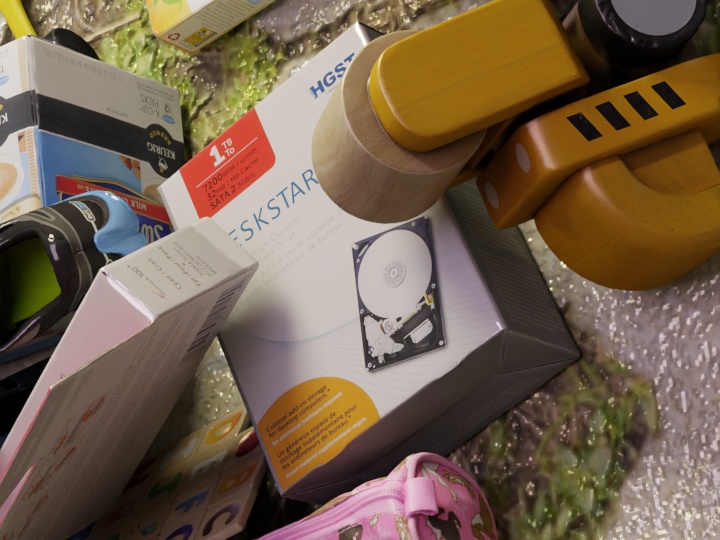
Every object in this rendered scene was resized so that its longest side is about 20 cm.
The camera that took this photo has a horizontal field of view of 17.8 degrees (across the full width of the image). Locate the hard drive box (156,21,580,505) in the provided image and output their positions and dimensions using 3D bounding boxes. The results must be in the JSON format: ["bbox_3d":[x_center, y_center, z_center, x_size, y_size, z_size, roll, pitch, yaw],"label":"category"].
[{"bbox_3d":[0.000,0.000,1.204,0.156,0.077,0.200,-39,58,23],"label":"hard drive box"}]

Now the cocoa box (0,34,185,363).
[{"bbox_3d":[-0.213,-0.030,1.337,0.200,0.133,0.132,-19,68,32],"label":"cocoa box"}]

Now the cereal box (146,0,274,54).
[{"bbox_3d":[-0.048,-0.234,1.325,0.200,0.039,0.144,-28,60,28],"label":"cereal box"}]

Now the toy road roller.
[{"bbox_3d":[0.091,-0.053,1.084,0.146,0.200,0.123,66,163,10],"label":"toy road roller"}]

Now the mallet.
[{"bbox_3d":[-0.227,-0.161,1.450,0.066,0.041,0.200,-53,49,17],"label":"mallet"}]

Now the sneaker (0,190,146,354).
[{"bbox_3d":[-0.201,0.012,1.193,0.199,0.083,0.071,-23,90,34],"label":"sneaker"}]

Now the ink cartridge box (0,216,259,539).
[{"bbox_3d":[-0.152,0.080,1.161,0.045,0.176,0.200,41,125,12],"label":"ink cartridge box"}]

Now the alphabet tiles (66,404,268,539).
[{"bbox_3d":[-0.126,0.145,1.237,0.200,0.006,0.167,-29,21,28],"label":"alphabet tiles"}]

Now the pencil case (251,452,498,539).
[{"bbox_3d":[-0.022,0.159,1.168,0.200,0.086,0.083,-26,80,31],"label":"pencil case"}]

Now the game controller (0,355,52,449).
[{"bbox_3d":[-0.192,0.098,1.246,0.042,0.200,0.105,29,119,21],"label":"game controller"}]
